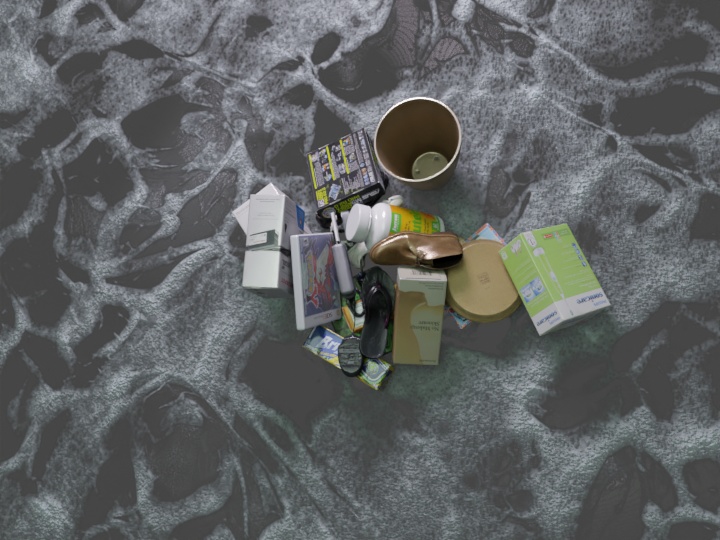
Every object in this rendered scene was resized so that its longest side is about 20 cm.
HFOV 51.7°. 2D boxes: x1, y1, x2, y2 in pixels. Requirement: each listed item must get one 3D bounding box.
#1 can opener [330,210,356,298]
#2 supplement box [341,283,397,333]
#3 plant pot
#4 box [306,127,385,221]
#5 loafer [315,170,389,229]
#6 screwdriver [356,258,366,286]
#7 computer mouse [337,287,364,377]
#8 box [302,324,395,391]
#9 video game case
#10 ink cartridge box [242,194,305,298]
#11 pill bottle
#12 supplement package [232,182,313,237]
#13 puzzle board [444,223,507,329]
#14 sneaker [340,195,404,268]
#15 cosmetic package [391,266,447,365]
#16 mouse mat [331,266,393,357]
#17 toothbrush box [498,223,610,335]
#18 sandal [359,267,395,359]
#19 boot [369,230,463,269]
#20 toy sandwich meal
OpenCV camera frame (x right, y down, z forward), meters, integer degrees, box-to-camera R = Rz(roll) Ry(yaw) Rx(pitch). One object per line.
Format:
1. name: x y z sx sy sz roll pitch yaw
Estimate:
1. can opener: -0.029 -0.040 1.641 0.066 0.053 0.201 -14 71 4
2. supplement box: 0.064 0.075 1.663 0.199 0.067 0.069 -22 77 11
3. plant pot: 0.142 -0.257 1.654 0.186 0.200 0.188 -3 78 14
4. box: -0.037 -0.226 1.731 0.160 0.044 0.201 -24 48 12
5. loafer: -0.020 -0.169 1.748 0.200 0.063 0.072 -36 71 4
6. screwdriver: 0.000 0.000 1.628 0.029 0.200 0.028 38 79 16
7. computer mouse: -0.015 0.135 1.622 0.058 0.034 0.201 2 70 8
8. box: -0.026 0.193 1.659 0.199 0.070 0.065 28 85 16
9. video game case: -0.095 0.019 1.633 0.023 0.182 0.201 -3 93 25
10. ink cartridge box: -0.184 -0.048 1.594 0.084 0.145 0.201 1 80 14
11. pill bottle: 0.075 -0.085 1.633 0.199 0.111 0.112 12 79 -19
12. supplement package: -0.187 -0.080 1.741 0.121 0.120 0.200 -36 72 5
13. puzzle board: 0.255 0.011 1.662 0.200 0.017 0.151 -40 72 3
14. sneaker: 0.037 -0.089 1.717 0.081 0.075 0.200 45 100 11
15. cosmetic package: 0.124 0.097 1.587 0.105 0.071 0.201 1 112 -1
16. mouse mat: 0.011 0.106 1.709 0.160 0.008 0.201 -26 74 8
17. toothbrush box: 0.403 0.016 1.550 0.145 0.086 0.201 -13 69 -32
18. sandal: 0.039 0.089 1.593 0.075 0.048 0.202 6 73 -9
19. boot: 0.119 -0.036 1.563 0.199 0.074 0.076 -7 37 -5
20. toy sandwich meal: 0.261 0.024 1.618 0.204 0.070 0.206 -1 75 4
